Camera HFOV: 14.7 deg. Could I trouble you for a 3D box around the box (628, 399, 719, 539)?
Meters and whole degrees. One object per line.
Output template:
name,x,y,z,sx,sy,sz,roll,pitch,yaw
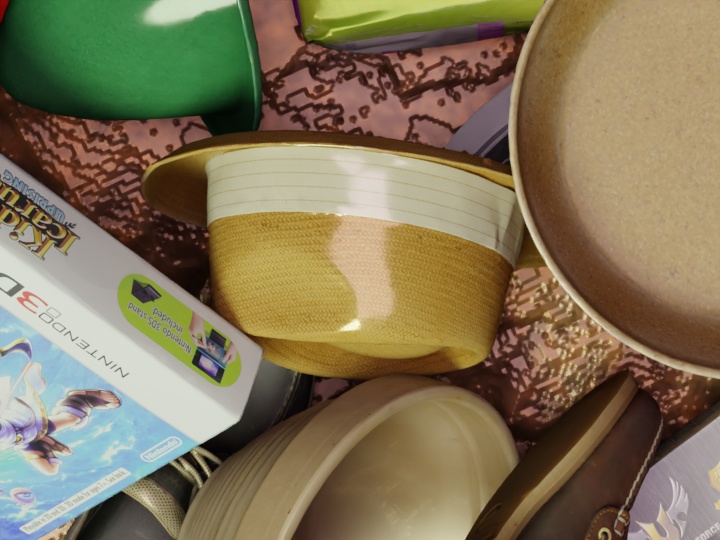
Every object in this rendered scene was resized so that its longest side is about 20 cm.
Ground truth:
box,0.217,0.121,1.286,0.200,0.048,0.159,-36,92,1

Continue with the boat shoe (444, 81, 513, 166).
boat shoe,0.130,-0.065,1.253,0.199,0.070,0.066,-26,56,8

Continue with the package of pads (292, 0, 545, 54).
package of pads,0.060,-0.182,1.268,0.199,0.068,0.155,-9,91,1

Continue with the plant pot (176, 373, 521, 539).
plant pot,-0.018,0.137,1.245,0.092,0.201,0.202,16,92,36

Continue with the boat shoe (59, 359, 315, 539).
boat shoe,-0.083,0.101,1.276,0.074,0.073,0.200,31,92,-1

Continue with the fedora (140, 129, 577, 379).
fedora,0.000,0.000,1.210,0.200,0.201,0.082,7,76,0

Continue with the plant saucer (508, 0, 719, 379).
plant saucer,0.157,-0.054,1.157,0.199,0.035,0.201,0,86,-6

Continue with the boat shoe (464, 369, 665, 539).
boat shoe,0.080,0.127,1.214,0.070,0.070,0.200,45,55,-4

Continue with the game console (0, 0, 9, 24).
game console,-0.211,-0.180,1.236,0.200,0.031,0.177,24,91,38

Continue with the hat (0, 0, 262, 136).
hat,-0.154,-0.100,1.212,0.175,0.200,0.166,-19,70,-15

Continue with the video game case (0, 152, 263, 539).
video game case,-0.173,0.036,1.201,0.181,0.046,0.200,38,135,-21
